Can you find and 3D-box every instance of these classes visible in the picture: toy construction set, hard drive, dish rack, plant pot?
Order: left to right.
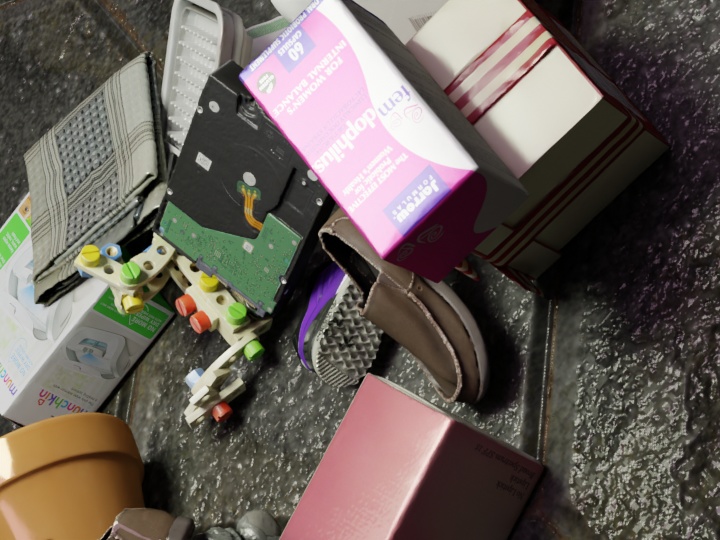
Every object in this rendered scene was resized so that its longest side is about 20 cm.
[{"bbox_3d":[-0.273,0.240,1.766,0.200,0.200,0.140,-38,63,22],"label":"plant pot"},{"bbox_3d":[-0.157,0.038,1.790,0.200,0.131,0.092,57,153,5],"label":"toy construction set"},{"bbox_3d":[-0.145,-0.153,1.818,0.172,0.043,0.200,-143,59,-66],"label":"dish rack"},{"bbox_3d":[-0.093,-0.065,1.675,0.140,0.038,0.200,37,135,12],"label":"hard drive"}]

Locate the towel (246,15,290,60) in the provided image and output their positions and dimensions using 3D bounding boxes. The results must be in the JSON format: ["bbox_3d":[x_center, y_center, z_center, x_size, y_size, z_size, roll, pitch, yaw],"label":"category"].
[{"bbox_3d":[-0.049,-0.183,1.832,0.149,0.031,0.200,-24,41,-7],"label":"towel"}]

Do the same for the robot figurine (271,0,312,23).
[{"bbox_3d":[-0.010,-0.297,1.830,0.200,0.113,0.170,-39,42,-6],"label":"robot figurine"}]

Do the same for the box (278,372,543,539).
[{"bbox_3d":[0.030,0.202,1.532,0.109,0.128,0.200,26,88,46],"label":"box"}]

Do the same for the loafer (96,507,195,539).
[{"bbox_3d":[-0.193,0.239,1.625,0.200,0.071,0.073,-56,9,53],"label":"loafer"}]

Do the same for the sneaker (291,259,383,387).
[{"bbox_3d":[-0.001,0.000,1.717,0.200,0.070,0.099,-58,27,-6],"label":"sneaker"}]

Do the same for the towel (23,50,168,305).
[{"bbox_3d":[-0.259,-0.089,1.890,0.192,0.035,0.200,-34,48,29],"label":"towel"}]

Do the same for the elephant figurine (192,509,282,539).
[{"bbox_3d":[-0.123,0.301,1.643,0.200,0.155,0.142,-40,79,34],"label":"elephant figurine"}]

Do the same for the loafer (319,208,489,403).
[{"bbox_3d":[0.030,0.030,1.605,0.200,0.071,0.073,55,151,14],"label":"loafer"}]

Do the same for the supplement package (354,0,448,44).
[{"bbox_3d":[0.081,-0.311,1.697,0.152,0.151,0.200,-5,39,42],"label":"supplement package"}]

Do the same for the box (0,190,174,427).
[{"bbox_3d":[-0.305,0.041,1.962,0.177,0.097,0.200,-50,44,8],"label":"box"}]

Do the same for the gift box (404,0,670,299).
[{"bbox_3d":[0.120,-0.099,1.580,0.187,0.200,0.185,-43,58,12],"label":"gift box"}]

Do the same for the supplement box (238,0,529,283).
[{"bbox_3d":[0.017,-0.101,1.469,0.101,0.103,0.200,-44,65,12],"label":"supplement box"}]
